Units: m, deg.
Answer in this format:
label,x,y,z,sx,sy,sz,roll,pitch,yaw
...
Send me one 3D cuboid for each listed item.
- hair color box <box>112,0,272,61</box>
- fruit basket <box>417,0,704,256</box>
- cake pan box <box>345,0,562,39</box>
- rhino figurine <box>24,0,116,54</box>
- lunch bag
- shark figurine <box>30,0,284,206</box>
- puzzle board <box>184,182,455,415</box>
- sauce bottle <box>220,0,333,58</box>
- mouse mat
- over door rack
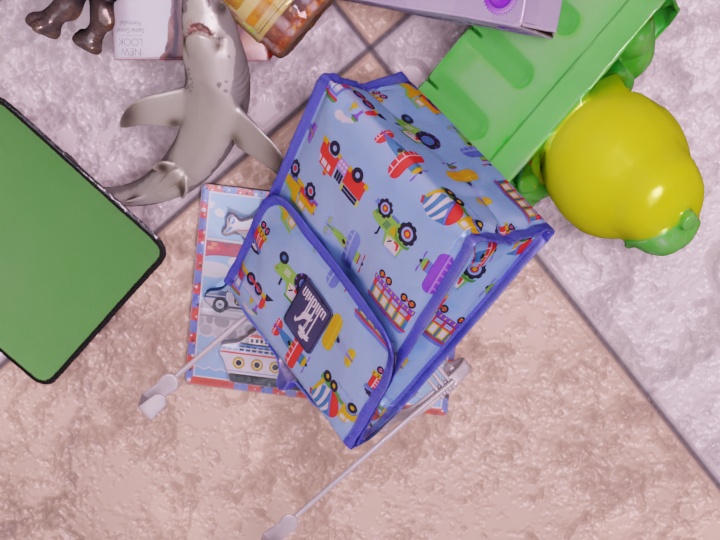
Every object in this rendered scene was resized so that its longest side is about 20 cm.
label,x,y,z,sx,sy,sz,roll,pitch,yaw
hair color box,-0.112,-0.245,1.026,0.109,0.064,0.203,0,105,2
fruit basket,0.148,-0.092,1.000,0.212,0.155,0.219,1,94,14
cake pan box,0.056,-0.253,0.963,0.198,0.052,0.187,18,103,36
rhino figurine,-0.232,-0.232,0.988,0.199,0.060,0.088,37,108,2
lunch bag,0.000,0.000,0.967,0.151,0.094,0.201,48,122,24
shark figurine,-0.118,-0.093,1.030,0.128,0.090,0.214,42,127,-11
puzzle board,-0.025,0.023,1.110,0.197,0.017,0.153,7,104,2
sauce bottle,-0.105,-0.223,0.966,0.199,0.066,0.066,40,102,-5
mouse mat,-0.239,-0.015,1.071,0.161,0.008,0.200,42,131,-7
over door rack,-0.041,0.080,1.074,0.200,0.067,0.148,-42,99,-9
